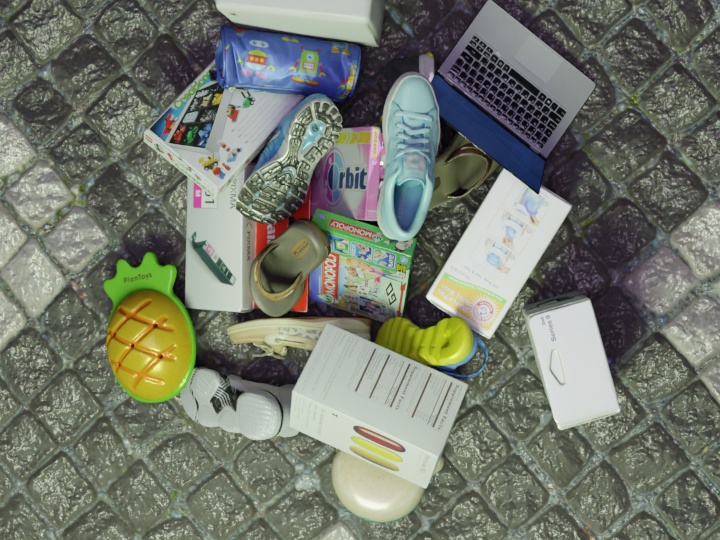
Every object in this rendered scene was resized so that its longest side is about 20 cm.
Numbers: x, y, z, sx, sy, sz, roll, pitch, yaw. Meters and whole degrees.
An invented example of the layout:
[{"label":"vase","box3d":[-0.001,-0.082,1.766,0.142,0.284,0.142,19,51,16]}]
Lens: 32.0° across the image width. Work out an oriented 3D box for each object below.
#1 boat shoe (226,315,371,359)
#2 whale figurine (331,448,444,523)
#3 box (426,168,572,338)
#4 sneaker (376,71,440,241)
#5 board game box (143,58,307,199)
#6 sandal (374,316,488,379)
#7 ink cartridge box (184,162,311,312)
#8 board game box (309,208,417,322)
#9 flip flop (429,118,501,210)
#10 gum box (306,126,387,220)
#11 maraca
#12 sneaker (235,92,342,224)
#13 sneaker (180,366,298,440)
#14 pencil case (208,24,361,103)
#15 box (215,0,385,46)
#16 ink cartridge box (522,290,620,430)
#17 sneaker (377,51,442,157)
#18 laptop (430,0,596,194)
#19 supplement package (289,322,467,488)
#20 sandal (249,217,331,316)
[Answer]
[{"label":"boat shoe","box3d":[-0.083,0.094,1.698,0.197,0.073,0.064,-1,89,6]},{"label":"whale figurine","box3d":[0.036,0.240,1.689,0.157,0.104,0.202,14,69,6]},{"label":"box","box3d":[0.179,-0.026,1.641,0.101,0.112,0.201,32,96,3]},{"label":"sneaker","box3d":[0.064,-0.133,1.488,0.073,0.082,0.203,1,100,-14]},{"label":"board game box","box3d":[-0.177,-0.207,1.672,0.126,0.035,0.200,38,66,4]},{"label":"sandal","box3d":[0.092,0.109,1.641,0.087,0.199,0.080,29,73,-35]},{"label":"ink cartridge box","box3d":[-0.153,-0.045,1.693,0.171,0.043,0.203,3,92,26]},{"label":"board game box","box3d":[0.000,0.000,1.629,0.133,0.201,0.029,16,62,6]},{"label":"flip flop","box3d":[0.132,-0.132,1.627,0.057,0.199,0.082,14,127,46]},{"label":"gum box","box3d":[-0.002,-0.123,1.616,0.065,0.199,0.115,1,93,-26]},{"label":"maraca","box3d":[-0.289,0.078,1.706,0.135,0.107,0.203,-12,85,16]},{"label":"sneaker","box3d":[-0.091,-0.146,1.636,0.078,0.090,0.200,33,111,-20]},{"label":"sneaker","box3d":[-0.152,0.183,1.712,0.198,0.114,0.076,15,94,41]},{"label":"pencil case","box3d":[-0.098,-0.268,1.652,0.197,0.078,0.088,5,81,-12]},{"label":"box","box3d":[-0.065,-0.394,1.616,0.196,0.200,0.174,7,91,6]},{"label":"ink cartridge box","box3d":[0.265,0.110,1.592,0.083,0.200,0.148,-16,90,6]},{"label":"sneaker","box3d":[0.065,-0.189,1.678,0.083,0.074,0.203,0,83,13]},{"label":"laptop","box3d":[0.194,-0.226,1.599,0.186,0.116,0.201,37,82,-6]},{"label":"supplement package","box3d":[0.021,0.173,1.599,0.198,0.114,0.110,23,60,8]},{"label":"sandal","box3d":[-0.099,0.004,1.591,0.082,0.200,0.055,46,54,-2]}]
